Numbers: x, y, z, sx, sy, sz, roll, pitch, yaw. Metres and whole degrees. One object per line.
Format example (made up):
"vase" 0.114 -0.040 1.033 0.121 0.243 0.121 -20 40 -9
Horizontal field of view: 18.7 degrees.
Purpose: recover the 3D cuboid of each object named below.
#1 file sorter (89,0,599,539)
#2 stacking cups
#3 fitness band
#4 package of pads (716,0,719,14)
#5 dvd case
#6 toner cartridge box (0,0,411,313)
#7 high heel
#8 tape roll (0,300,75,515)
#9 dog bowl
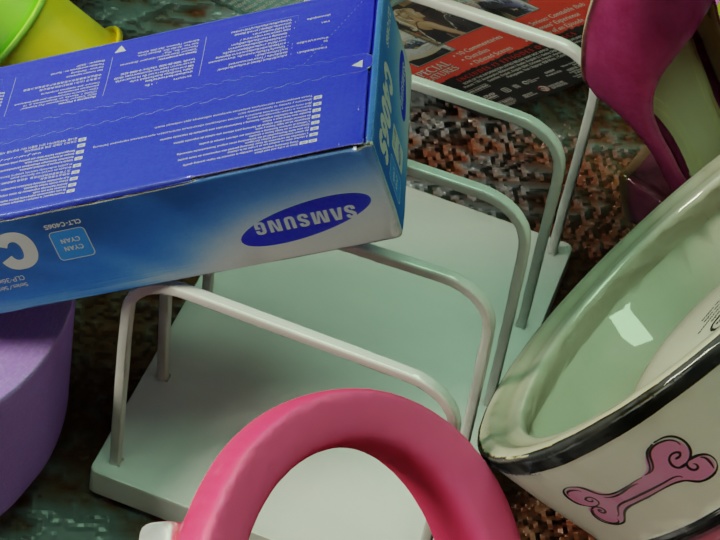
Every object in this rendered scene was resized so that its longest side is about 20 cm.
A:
"file sorter" 0.000 0.000 0.846 0.138 0.125 0.201 19 48 8
"stacking cups" -0.192 -0.139 0.913 0.200 0.060 0.061 40 42 -22
"fitness band" -0.005 0.139 0.701 0.143 0.037 0.202 9 77 -34
"package of pads" 0.239 -0.128 1.044 0.153 0.069 0.201 -7 49 -16
"dvd case" 0.016 -0.120 0.901 0.199 0.146 0.022 19 71 -28
"toner cartridge box" -0.083 -0.038 0.770 0.198 0.043 0.095 -10 40 13
"high heel" 0.144 -0.060 0.848 0.096 0.200 0.068 29 72 27
"tape roll" -0.207 0.020 0.816 0.198 0.066 0.201 6 41 -5
"dog bowl" 0.136 0.021 0.751 0.074 0.200 0.200 48 50 -8
